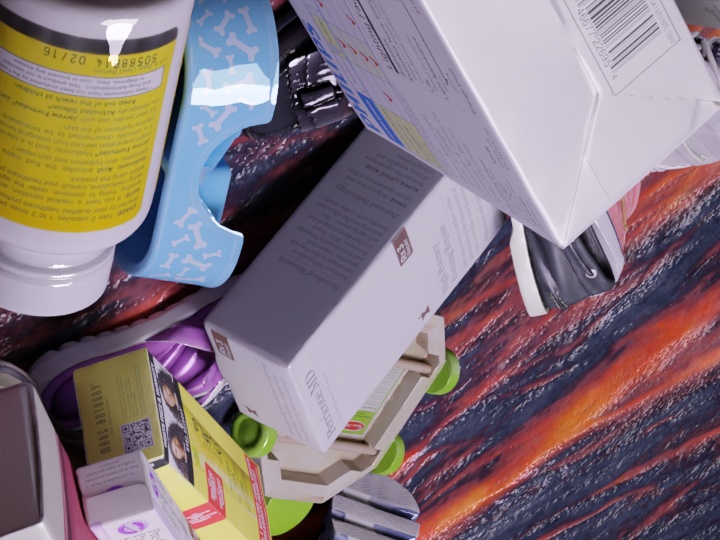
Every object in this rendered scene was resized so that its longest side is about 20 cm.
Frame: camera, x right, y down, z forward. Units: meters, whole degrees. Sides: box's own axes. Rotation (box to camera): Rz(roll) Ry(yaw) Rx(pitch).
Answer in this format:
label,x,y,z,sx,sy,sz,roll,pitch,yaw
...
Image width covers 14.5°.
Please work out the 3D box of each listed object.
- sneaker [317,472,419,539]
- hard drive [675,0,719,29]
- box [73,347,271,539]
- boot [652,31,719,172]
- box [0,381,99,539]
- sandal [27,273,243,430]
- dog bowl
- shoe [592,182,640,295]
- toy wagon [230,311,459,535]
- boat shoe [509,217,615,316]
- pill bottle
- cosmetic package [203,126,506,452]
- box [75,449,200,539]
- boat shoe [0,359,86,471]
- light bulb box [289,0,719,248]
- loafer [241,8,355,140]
label,x,y,z,sx,sy,sz,roll,pitch,yaw
sneaker,-0.015,0.244,1.923,0.200,0.080,0.115,-73,-175,-47
hard drive,0.263,-0.174,1.754,0.132,0.199,0.026,38,69,-57
box,-0.108,0.120,1.679,0.050,0.076,0.200,-17,151,10
boot,0.194,-0.140,1.766,0.200,0.095,0.074,59,37,-46
box,-0.202,0.179,1.551,0.127,0.109,0.200,-18,133,4
sandal,-0.112,0.063,1.705,0.202,0.050,0.083,-21,139,-31
dog bowl,-0.098,-0.080,1.529,0.049,0.112,0.201,-5,130,-27
shoe,0.126,-0.086,1.813,0.091,0.071,0.201,-68,143,-48
toy wagon,-0.023,0.102,1.858,0.155,0.040,0.200,13,115,-53
boat shoe,0.118,-0.063,1.725,0.066,0.075,0.200,-7,116,10
pill bottle,-0.154,-0.079,1.458,0.111,0.111,0.201,-17,136,-37
cosmetic package,0.000,0.000,1.709,0.200,0.074,0.102,-53,150,-21
box,-0.116,0.161,1.631,0.041,0.039,0.200,-17,152,2
boat shoe,-0.191,0.126,1.641,0.075,0.072,0.200,-18,144,19
light bulb box,0.057,-0.148,1.498,0.125,0.200,0.199,-40,127,-11
loafer,0.011,-0.132,1.632,0.200,0.063,0.072,-34,145,-20
